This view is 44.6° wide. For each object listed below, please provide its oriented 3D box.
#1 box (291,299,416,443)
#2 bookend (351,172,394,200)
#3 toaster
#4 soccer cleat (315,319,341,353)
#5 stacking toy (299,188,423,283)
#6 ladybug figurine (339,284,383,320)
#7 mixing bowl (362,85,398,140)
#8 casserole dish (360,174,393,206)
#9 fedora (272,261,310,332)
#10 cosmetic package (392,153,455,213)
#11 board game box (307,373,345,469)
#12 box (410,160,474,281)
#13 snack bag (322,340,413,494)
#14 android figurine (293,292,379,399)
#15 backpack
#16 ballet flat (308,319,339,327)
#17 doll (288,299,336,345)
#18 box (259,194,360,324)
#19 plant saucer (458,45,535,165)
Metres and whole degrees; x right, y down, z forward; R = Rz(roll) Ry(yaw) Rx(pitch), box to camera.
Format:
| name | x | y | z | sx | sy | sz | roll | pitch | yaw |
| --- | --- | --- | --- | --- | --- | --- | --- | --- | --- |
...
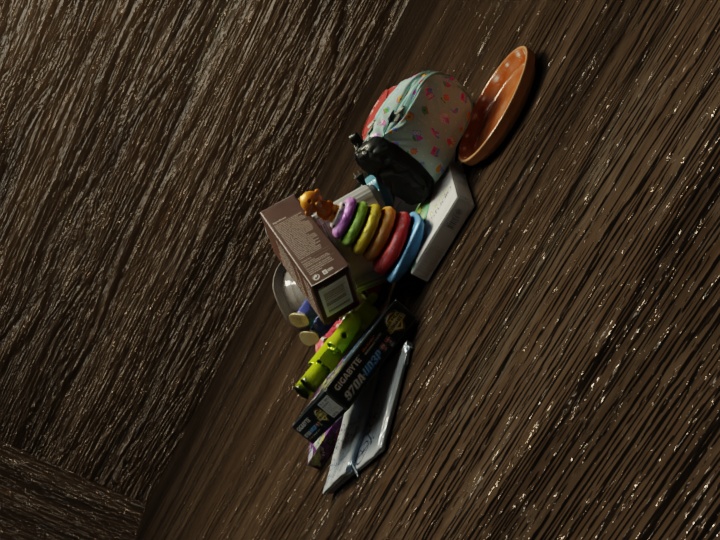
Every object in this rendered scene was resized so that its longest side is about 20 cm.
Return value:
| name | x | y | z | sx | sy | sz | roll | pitch | yaw |
| --- | --- | --- | --- | --- | --- | --- | --- | --- | --- |
| box | -0.010 | 0.153 | 1.325 | 0.200 | 0.046 | 0.159 | -50 | -1 | -35 |
| bookend | 0.005 | -0.084 | 1.826 | 0.200 | 0.091 | 0.200 | -52 | 17 | 41 |
| toaster | -0.008 | -0.055 | 1.504 | 0.128 | 0.202 | 0.114 | -27 | 6 | -13 |
| soccer cleat | -0.060 | 0.143 | 1.701 | 0.200 | 0.066 | 0.078 | -103 | 20 | -78 |
| stacking toy | -0.007 | -0.072 | 1.392 | 0.117 | 0.198 | 0.110 | -64 | 10 | 7 |
| ladybug figurine | 0.000 | 0.000 | 1.619 | 0.071 | 0.136 | 0.202 | -6 | 52 | 29 |
| mixing bowl | 0.072 | -0.268 | 1.637 | 0.201 | 0.107 | 0.201 | -58 | 14 | 23 |
| casserole dish | 0.037 | -0.124 | 1.651 | 0.038 | 0.123 | 0.200 | -18 | 5 | 9 |
| fedora | -0.098 | 0.039 | 1.915 | 0.090 | 0.179 | 0.200 | -24 | 1 | 25 |
| cosmetic package | 0.124 | -0.204 | 1.650 | 0.151 | 0.051 | 0.201 | -57 | 13 | 38 |
| board game box | -0.049 | 0.235 | 1.517 | 0.201 | 0.032 | 0.121 | -88 | 23 | -63 |
| box | 0.125 | -0.086 | 1.420 | 0.145 | 0.036 | 0.200 | -59 | 10 | 21 |
| snack bag | 0.009 | 0.220 | 1.300 | 0.200 | 0.021 | 0.190 | -50 | 17 | 51 |
| android figurine | -0.034 | 0.119 | 1.444 | 0.201 | 0.041 | 0.182 | -52 | -1 | -21 |
| backpack | 0.097 | -0.231 | 1.460 | 0.126 | 0.166 | 0.202 | 3 | 60 | 55 |
| ballet flat | -0.047 | 0.070 | 1.798 | 0.199 | 0.067 | 0.063 | -31 | 34 | 54 |
| doll | -0.057 | 0.047 | 1.634 | 0.048 | 0.137 | 0.200 | -14 | 24 | 39 |
| box | -0.082 | -0.020 | 1.416 | 0.074 | 0.200 | 0.101 | -30 | -40 | -13 |
| plant saucer | 0.218 | -0.255 | 1.384 | 0.202 | 0.032 | 0.201 | -60 | 12 | 21 |
